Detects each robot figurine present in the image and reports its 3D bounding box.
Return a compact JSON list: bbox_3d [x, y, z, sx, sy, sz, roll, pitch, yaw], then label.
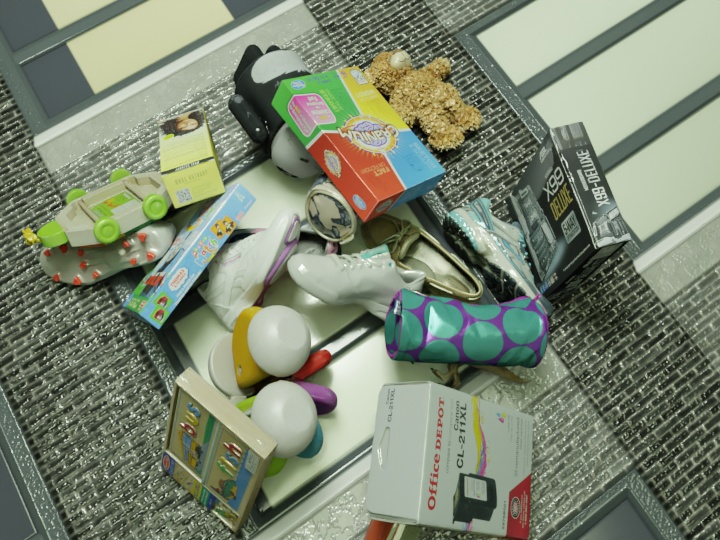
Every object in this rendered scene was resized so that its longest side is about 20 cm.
[{"bbox_3d":[-0.107,-0.230,0.937,0.148,0.125,0.202,-32,74,-8],"label":"robot figurine"}]

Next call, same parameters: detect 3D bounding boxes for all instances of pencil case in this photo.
[{"bbox_3d":[-0.008,-0.121,0.883,0.089,0.078,0.202,40,43,-9],"label":"pencil case"},{"bbox_3d":[0.130,0.071,0.810,0.194,0.085,0.095,5,74,-5],"label":"pencil case"}]

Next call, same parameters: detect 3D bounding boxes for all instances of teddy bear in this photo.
[{"bbox_3d":[0.096,-0.267,0.981,0.142,0.067,0.203,-27,74,-12],"label":"teddy bear"}]

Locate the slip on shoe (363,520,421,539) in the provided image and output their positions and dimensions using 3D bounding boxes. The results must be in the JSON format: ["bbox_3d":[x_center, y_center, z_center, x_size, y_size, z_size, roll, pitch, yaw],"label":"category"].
[{"bbox_3d":[0.049,0.291,0.793,0.060,0.074,0.203,12,62,37],"label":"slip on shoe"}]

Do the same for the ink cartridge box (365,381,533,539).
[{"bbox_3d":[0.110,0.224,0.750,0.197,0.082,0.150,23,66,-37],"label":"ink cartridge box"}]

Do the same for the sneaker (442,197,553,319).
[{"bbox_3d":[0.206,-0.022,0.895,0.085,0.078,0.201,-35,75,-15],"label":"sneaker"}]

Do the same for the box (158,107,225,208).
[{"bbox_3d":[-0.236,-0.161,0.892,0.073,0.051,0.201,-19,37,-7],"label":"box"}]

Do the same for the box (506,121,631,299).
[{"bbox_3d":[0.262,-0.069,0.846,0.048,0.201,0.162,-13,72,-8],"label":"box"}]

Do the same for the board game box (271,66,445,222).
[{"bbox_3d":[0.000,-0.172,0.842,0.152,0.040,0.201,-27,74,-44],"label":"board game box"}]

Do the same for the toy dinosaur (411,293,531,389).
[{"bbox_3d":[0.133,0.109,0.859,0.199,0.058,0.102,39,73,11],"label":"toy dinosaur"}]

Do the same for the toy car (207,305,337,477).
[{"bbox_3d":[-0.097,0.148,0.805,0.147,0.174,0.206,9,65,-37],"label":"toy car"}]

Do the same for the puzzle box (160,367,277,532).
[{"bbox_3d":[-0.171,0.214,0.750,0.132,0.202,0.025,36,45,13],"label":"puzzle box"}]

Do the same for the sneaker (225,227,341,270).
[{"bbox_3d":[-0.123,-0.035,0.889,0.194,0.082,0.072,-1,73,-1],"label":"sneaker"}]

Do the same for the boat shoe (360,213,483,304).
[{"bbox_3d":[0.084,-0.019,0.898,0.200,0.063,0.073,41,75,12],"label":"boat shoe"}]

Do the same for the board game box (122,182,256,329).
[{"bbox_3d":[-0.228,-0.021,0.851,0.036,0.150,0.202,41,72,-21],"label":"board game box"}]

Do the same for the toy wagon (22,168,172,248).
[{"bbox_3d":[-0.351,-0.077,0.871,0.198,0.040,0.154,-32,37,-24],"label":"toy wagon"}]

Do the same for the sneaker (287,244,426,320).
[{"bbox_3d":[0.000,0.000,0.833,0.196,0.089,0.076,18,28,-35],"label":"sneaker"}]

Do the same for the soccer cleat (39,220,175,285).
[{"bbox_3d":[-0.348,-0.027,0.899,0.194,0.078,0.071,-10,109,12],"label":"soccer cleat"}]

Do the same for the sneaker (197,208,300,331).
[{"bbox_3d":[-0.149,-0.011,0.829,0.099,0.201,0.075,40,30,3],"label":"sneaker"}]
